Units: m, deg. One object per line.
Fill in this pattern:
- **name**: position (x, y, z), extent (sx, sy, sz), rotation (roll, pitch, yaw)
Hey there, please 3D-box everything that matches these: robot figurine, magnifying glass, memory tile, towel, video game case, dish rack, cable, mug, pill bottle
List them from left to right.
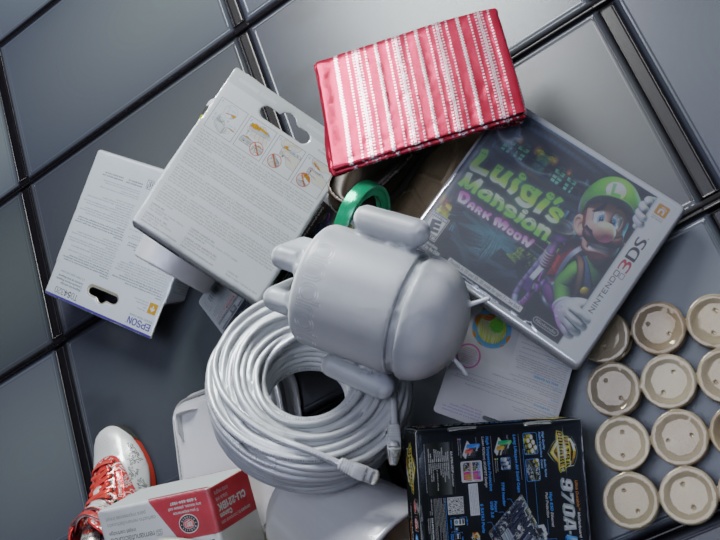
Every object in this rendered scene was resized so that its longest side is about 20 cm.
- **pill bottle**: position (-0.170, -0.083, 1.094), extent (0.114, 0.114, 0.201), rotation (25, 84, 31)
- **dish rack**: position (-0.138, 0.215, 1.059), extent (0.170, 0.043, 0.202), rotation (-20, 69, 22)
- **video game case**: position (-0.090, -0.001, 1.067), extent (0.201, 0.023, 0.182), rotation (-56, 40, 6)
- **cable**: position (-0.048, 0.114, 0.918), extent (0.198, 0.070, 0.201), rotation (11, 50, 5)
- **mug**: position (-0.024, 0.274, 0.924), extent (0.152, 0.150, 0.187), rotation (26, 76, 39)
- **magnifying glass**: position (0.000, 0.000, 0.972), extent (0.022, 0.079, 0.202), rotation (26, 133, 26)
- **robot figurine**: position (0.013, 0.029, 0.855), extent (0.198, 0.113, 0.171), rotation (17, 110, 18)
- **towel**: position (0.053, -0.176, 0.939), extent (0.198, 0.023, 0.146), rotation (-15, 60, 9)
- **video game case**: position (0.170, -0.039, 0.897), extent (0.199, 0.023, 0.182), rotation (35, 81, 14)
- **memory tile**: position (0.282, 0.126, 0.856), extent (0.152, 0.017, 0.202), rotation (-11, 71, 19)

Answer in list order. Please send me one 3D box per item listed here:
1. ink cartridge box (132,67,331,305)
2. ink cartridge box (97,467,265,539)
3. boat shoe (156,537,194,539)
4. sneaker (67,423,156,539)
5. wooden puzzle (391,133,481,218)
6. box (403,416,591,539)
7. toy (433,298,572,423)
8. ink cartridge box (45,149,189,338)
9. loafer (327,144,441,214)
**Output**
- **ink cartridge box**: position (-0.125, -0.089, 1.025), extent (0.161, 0.050, 0.201), rotation (33, 78, -4)
- **ink cartridge box**: position (-0.170, 0.324, 0.991), extent (0.143, 0.084, 0.202), rotation (-16, 89, 22)
- **boat shoe**: position (-0.132, 0.323, 0.898), extent (0.199, 0.062, 0.075), rotation (32, 104, 14)
- **sneaker**: position (-0.287, 0.263, 1.090), extent (0.067, 0.108, 0.203), rotation (-32, 64, 18)
- **wooden puzzle**: position (0.098, -0.076, 1.004), extent (0.184, 0.046, 0.201), rotation (25, 86, 31)
- **box**: position (0.123, 0.235, 0.842), extent (0.157, 0.046, 0.202), rotation (-2, 83, -12)
- **toy**: position (0.153, 0.060, 0.924), extent (0.114, 0.047, 0.202), rotation (20, 82, 1)
- **ink cartridge box**: position (-0.288, -0.035, 1.205), extent (0.195, 0.043, 0.202), rotation (19, 88, 29)
- **loafer**: position (0.035, -0.140, 0.983), extent (0.200, 0.071, 0.073), rotation (-46, 57, 1)
